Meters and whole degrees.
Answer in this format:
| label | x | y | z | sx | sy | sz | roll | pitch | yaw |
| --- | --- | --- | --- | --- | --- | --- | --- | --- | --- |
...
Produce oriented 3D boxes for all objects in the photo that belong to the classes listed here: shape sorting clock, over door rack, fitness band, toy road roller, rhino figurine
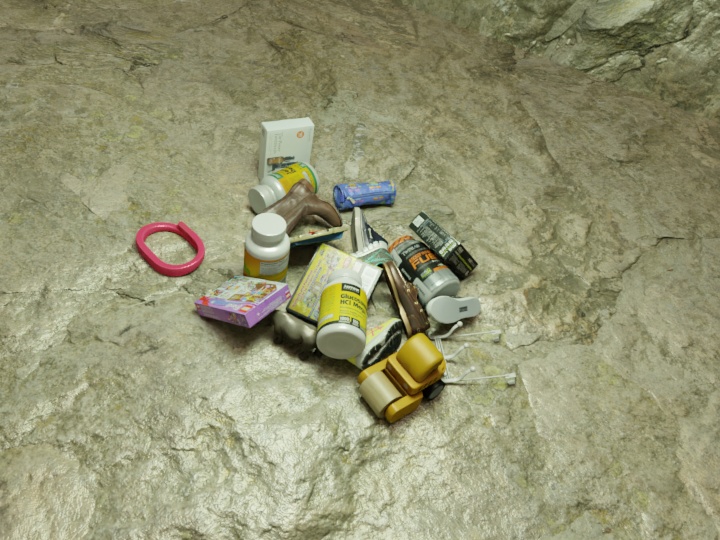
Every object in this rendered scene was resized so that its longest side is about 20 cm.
| label | x | y | z | sx | sy | sz | roll | pitch | yaw |
| --- | --- | --- | --- | --- | --- | --- | --- | --- | --- |
| shape sorting clock | -0.130 | -0.091 | 1.565 | 0.199 | 0.200 | 0.039 | -10 | 91 | -22 |
| over door rack | 0.278 | 0.201 | 1.440 | 0.199 | 0.067 | 0.148 | 2 | 46 | -11 |
| fitness band | -0.496 | -0.062 | 1.536 | 0.200 | 0.037 | 0.143 | 39 | 52 | 25 |
| toy road roller | 0.103 | 0.228 | 1.313 | 0.200 | 0.146 | 0.123 | -23 | 54 | -32 |
| rhino figurine | -0.175 | 0.134 | 1.379 | 0.200 | 0.088 | 0.060 | 28 | 45 | 14 |

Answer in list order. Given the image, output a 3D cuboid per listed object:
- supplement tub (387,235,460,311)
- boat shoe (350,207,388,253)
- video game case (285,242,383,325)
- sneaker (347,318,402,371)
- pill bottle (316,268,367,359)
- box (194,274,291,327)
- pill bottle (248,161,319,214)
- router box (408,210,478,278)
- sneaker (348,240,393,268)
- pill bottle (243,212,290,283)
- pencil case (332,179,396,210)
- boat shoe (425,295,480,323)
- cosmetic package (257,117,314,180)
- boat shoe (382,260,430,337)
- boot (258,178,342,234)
| label | x | y | z | sx | sy | sz | roll | pitch | yaw |
| --- | --- | --- | --- | --- | --- | --- | --- | --- | --- |
| supplement tub | 0.161 | 0.005 | 1.566 | 0.122 | 0.123 | 0.200 | -20 | 53 | -30 |
| boat shoe | 0.026 | -0.095 | 1.674 | 0.092 | 0.075 | 0.200 | 3 | 54 | -12 |
| video game case | -0.064 | 0.049 | 1.478 | 0.180 | 0.026 | 0.200 | 23 | 72 | 9 |
| sneaker | 0.031 | 0.165 | 1.413 | 0.090 | 0.078 | 0.200 | 13 | 27 | 33 |
| pill bottle | -0.041 | 0.095 | 1.362 | 0.112 | 0.113 | 0.200 | 8 | 45 | -6 |
| box | -0.279 | 0.069 | 1.386 | 0.200 | 0.039 | 0.137 | 8 | 34 | 41 |
| pill bottle | -0.226 | -0.237 | 1.718 | 0.113 | 0.113 | 0.200 | 39 | 50 | 24 |
| router box | 0.231 | -0.068 | 1.617 | 0.062 | 0.200 | 0.150 | -48 | 60 | 6 |
| sneaker | 0.000 | 0.000 | 1.538 | 0.200 | 0.078 | 0.091 | -30 | 58 | -8 |
| pill bottle | -0.233 | -0.041 | 1.459 | 0.111 | 0.200 | 0.111 | 7 | 44 | -7 |
| pencil case | 0.015 | -0.232 | 1.796 | 0.199 | 0.078 | 0.087 | -9 | 19 | -21 |
| boat shoe | 0.229 | 0.098 | 1.504 | 0.200 | 0.069 | 0.057 | 1 | 0 | -43 |
| cosmetic package | -0.227 | -0.359 | 1.777 | 0.150 | 0.200 | 0.052 | -16 | 52 | -26 |
| boat shoe | 0.116 | 0.066 | 1.490 | 0.070 | 0.070 | 0.201 | -20 | 84 | -5 |
| boot | -0.165 | -0.138 | 1.632 | 0.186 | 0.064 | 0.200 | 44 | 53 | -6 |
